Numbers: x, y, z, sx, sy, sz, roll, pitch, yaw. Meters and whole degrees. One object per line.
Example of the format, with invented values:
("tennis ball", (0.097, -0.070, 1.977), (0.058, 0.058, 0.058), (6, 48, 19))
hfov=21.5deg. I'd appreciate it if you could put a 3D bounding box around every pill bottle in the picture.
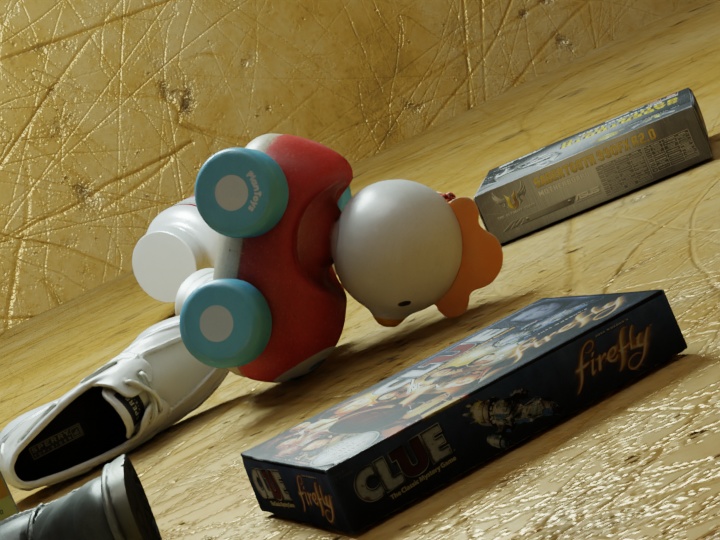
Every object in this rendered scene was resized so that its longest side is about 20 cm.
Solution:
("pill bottle", (-0.183, -0.032, 2.224), (0.112, 0.113, 0.200), (-20, 8, 28))

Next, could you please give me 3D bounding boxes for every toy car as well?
("toy car", (0.000, 0.000, 1.345), (0.199, 0.178, 0.184), (8, 2, 17))

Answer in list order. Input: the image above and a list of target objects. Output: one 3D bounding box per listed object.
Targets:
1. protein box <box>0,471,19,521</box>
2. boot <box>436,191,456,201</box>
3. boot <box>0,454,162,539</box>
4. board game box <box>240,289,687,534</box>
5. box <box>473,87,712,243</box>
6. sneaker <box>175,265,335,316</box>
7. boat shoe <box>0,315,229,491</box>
("protein box", (-0.304, 0.110, 1.152), (0.134, 0.200, 0.200), (-25, 7, -16))
("boot", (0.058, -0.043, 1.667), (0.107, 0.076, 0.200), (-21, 4, -19))
("boot", (-0.196, 0.160, 0.939), (0.199, 0.073, 0.182), (-18, -8, -11))
("board game box", (0.049, 0.068, 0.967), (0.199, 0.035, 0.135), (-26, 7, -21))
("box", (0.201, -0.091, 1.632), (0.199, 0.049, 0.158), (-23, 6, 13))
("sneaker", (-0.070, 0.016, 1.727), (0.099, 0.075, 0.199), (11, 30, 44))
("boat shoe", (-0.173, 0.096, 1.374), (0.199, 0.072, 0.066), (-26, 11, -14))
